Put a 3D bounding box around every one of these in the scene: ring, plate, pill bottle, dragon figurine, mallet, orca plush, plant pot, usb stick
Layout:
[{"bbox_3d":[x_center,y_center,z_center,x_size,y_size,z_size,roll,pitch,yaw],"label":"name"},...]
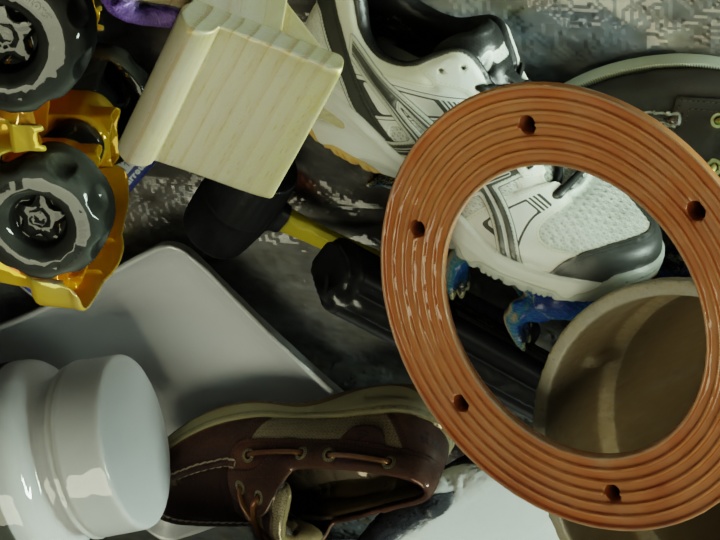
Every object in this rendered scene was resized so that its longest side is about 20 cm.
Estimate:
[{"bbox_3d":[0.092,0.016,0.889,0.199,0.019,0.202,18,120,32],"label":"ring"},{"bbox_3d":[-0.107,0.068,1.195,0.199,0.032,0.200,-23,126,35],"label":"plate"},{"bbox_3d":[-0.214,0.113,1.158,0.198,0.114,0.114,-12,133,16],"label":"pill bottle"},{"bbox_3d":[0.094,-0.017,1.019,0.099,0.059,0.200,-23,131,33],"label":"dragon figurine"},{"bbox_3d":[0.000,0.000,1.089,0.199,0.041,0.066,31,135,-23],"label":"mallet"},{"bbox_3d":[0.064,0.145,1.183,0.200,0.071,0.105,-38,102,3],"label":"orca plush"},{"bbox_3d":[0.213,0.068,0.955,0.200,0.183,0.202,22,125,37],"label":"plant pot"},{"bbox_3d":[0.060,0.041,1.069,0.199,0.056,0.033,29,104,-26],"label":"usb stick"}]

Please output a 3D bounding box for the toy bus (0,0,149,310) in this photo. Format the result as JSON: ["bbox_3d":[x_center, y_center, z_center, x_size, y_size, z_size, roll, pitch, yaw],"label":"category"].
[{"bbox_3d":[-0.196,-0.090,0.928,0.190,0.136,0.201,-1,121,5],"label":"toy bus"}]

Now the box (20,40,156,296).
[{"bbox_3d":[-0.197,-0.089,1.010,0.200,0.032,0.121,38,103,-25],"label":"box"}]

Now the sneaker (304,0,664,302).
[{"bbox_3d":[0.055,-0.064,0.938,0.199,0.076,0.088,33,132,10],"label":"sneaker"}]

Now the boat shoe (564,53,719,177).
[{"bbox_3d":[0.177,-0.053,0.954,0.199,0.061,0.072,2,138,15],"label":"boat shoe"}]

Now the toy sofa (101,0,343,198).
[{"bbox_3d":[-0.054,-0.136,0.828,0.097,0.201,0.083,18,140,-13],"label":"toy sofa"}]

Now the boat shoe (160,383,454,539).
[{"bbox_3d":[-0.040,0.119,1.153,0.199,0.072,0.072,-12,132,26],"label":"boat shoe"}]
